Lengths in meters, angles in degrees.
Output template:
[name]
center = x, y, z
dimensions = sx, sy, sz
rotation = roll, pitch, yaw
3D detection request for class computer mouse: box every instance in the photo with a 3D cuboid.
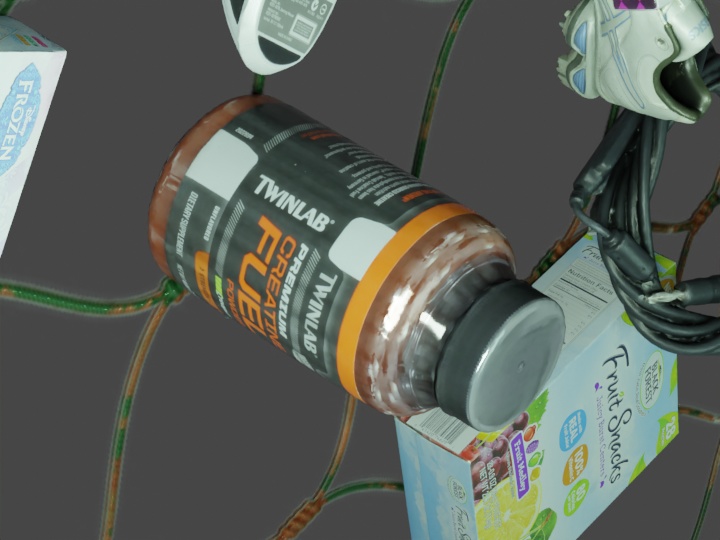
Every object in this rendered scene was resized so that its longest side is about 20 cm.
[computer mouse]
center = -0.022, -0.189, 1.265
dimensions = 0.200, 0.044, 0.110
rotation = -65, 154, 0

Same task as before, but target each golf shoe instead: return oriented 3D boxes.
[golf shoe]
center = 0.158, -0.163, 1.498
dimensions = 0.078, 0.097, 0.200
rotation = -43, 145, -22

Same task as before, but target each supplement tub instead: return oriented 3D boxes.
[supplement tub]
center = 0.000, 0.000, 1.306
dimensions = 0.107, 0.200, 0.107
rotation = -36, 142, -34

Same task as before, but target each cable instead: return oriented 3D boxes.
[cable]
center = 0.216, -0.046, 1.660
dimensions = 0.163, 0.051, 0.200
rotation = 47, 55, -16

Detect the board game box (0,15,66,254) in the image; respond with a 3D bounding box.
[board game box]
center = -0.228, -0.007, 1.118
dimensions = 0.199, 0.043, 0.200
rotation = -5, 120, -54

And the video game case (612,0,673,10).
[video game case]
center = 0.181, -0.258, 1.434
dimensions = 0.181, 0.036, 0.200
rotation = -29, 116, -41

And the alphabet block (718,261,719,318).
[alphabet block]
center = 0.370, 0.001, 1.808
dimensions = 0.200, 0.195, 0.196
rotation = -22, 137, -15

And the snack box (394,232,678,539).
[snack box]
center = 0.114, 0.095, 1.693
dimensions = 0.200, 0.068, 0.169
rotation = -44, 146, -28
